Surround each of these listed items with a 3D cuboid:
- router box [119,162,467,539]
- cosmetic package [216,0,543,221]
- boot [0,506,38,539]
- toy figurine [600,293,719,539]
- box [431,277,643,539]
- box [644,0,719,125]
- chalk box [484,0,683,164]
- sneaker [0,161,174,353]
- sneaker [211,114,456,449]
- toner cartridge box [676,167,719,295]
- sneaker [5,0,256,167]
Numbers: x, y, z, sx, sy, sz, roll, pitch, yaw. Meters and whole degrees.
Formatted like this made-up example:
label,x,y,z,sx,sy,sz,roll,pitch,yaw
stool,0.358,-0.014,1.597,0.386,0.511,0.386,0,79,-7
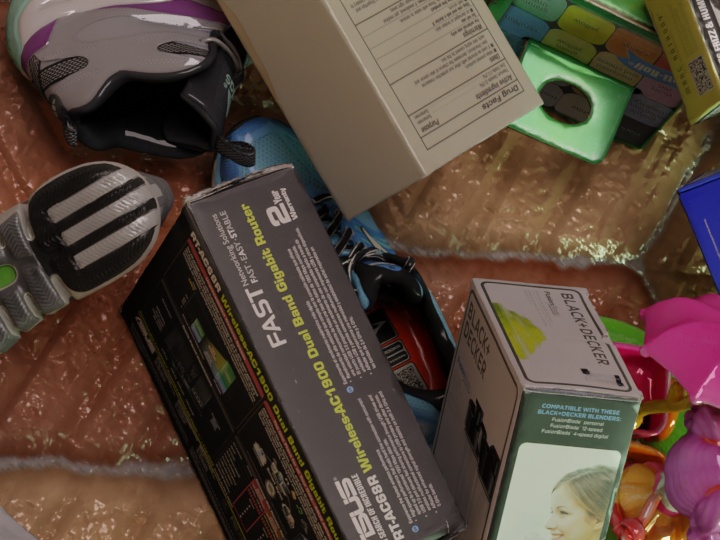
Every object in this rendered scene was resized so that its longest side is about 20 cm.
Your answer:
label,x,y,z,sx,sy,sz,roll,pitch,yaw
router box,-0.037,0.068,1.395,0.062,0.150,0.201,-21,78,-23
cosmetic package,-0.007,-0.139,1.437,0.103,0.073,0.201,-31,93,-42
boot,-0.191,0.163,1.365,0.200,0.074,0.096,41,70,10
toy figurine,0.151,0.093,1.420,0.149,0.184,0.201,11,69,-16
box,0.071,0.118,1.371,0.060,0.201,0.117,7,25,-14
box,0.250,-0.140,1.476,0.199,0.050,0.076,-17,84,-20
chalk box,0.135,-0.156,1.545,0.124,0.124,0.201,24,65,-7
sneaker,-0.176,0.005,1.424,0.199,0.115,0.075,-23,92,13
sneaker,0.000,0.000,1.464,0.078,0.090,0.200,-32,82,-24
toner cartridge box,0.245,0.031,1.465,0.043,0.095,0.201,-29,98,-60
sneaker,-0.070,-0.107,1.469,0.199,0.078,0.140,-20,50,-13
